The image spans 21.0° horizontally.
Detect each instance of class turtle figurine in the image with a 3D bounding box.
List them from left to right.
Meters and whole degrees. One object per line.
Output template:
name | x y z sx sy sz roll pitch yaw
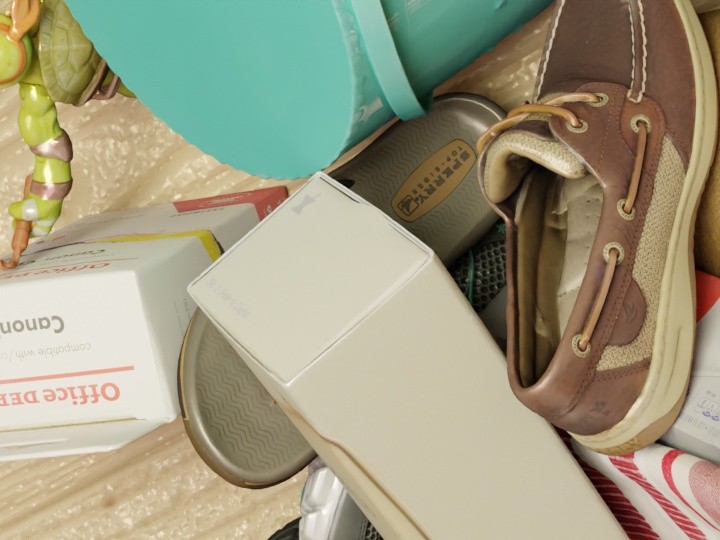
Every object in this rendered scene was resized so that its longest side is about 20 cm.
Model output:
turtle figurine | -0.129 -0.112 0.843 0.064 0.161 0.202 -3 104 21

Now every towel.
towel | 0.136 0.117 0.743 0.023 0.200 0.144 -43 106 -12

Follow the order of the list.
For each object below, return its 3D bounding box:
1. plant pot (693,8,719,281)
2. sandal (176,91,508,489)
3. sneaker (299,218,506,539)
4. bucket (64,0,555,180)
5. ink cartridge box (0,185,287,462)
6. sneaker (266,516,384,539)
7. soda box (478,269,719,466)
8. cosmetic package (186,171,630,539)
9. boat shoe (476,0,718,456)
plant pot | 0.204 -0.033 0.745 0.199 0.186 0.188 16 111 34
sandal | 0.000 0.000 0.799 0.082 0.055 0.200 45 75 3
sneaker | 0.034 0.060 0.852 0.090 0.078 0.202 20 85 2
bucket | -0.026 -0.145 0.760 0.206 0.135 0.208 33 149 23
ink cartridge box | -0.113 0.022 0.854 0.115 0.200 0.068 -8 102 22
sneaker | 0.040 0.142 0.910 0.199 0.076 0.091 -23 108 28
soda box | 0.126 0.043 0.750 0.063 0.200 0.068 -46 117 -9
cosmetic package | 0.029 0.069 0.744 0.073 0.103 0.200 -41 121 -7
boat shoe | 0.080 -0.037 0.711 0.072 0.072 0.202 -18 58 47
